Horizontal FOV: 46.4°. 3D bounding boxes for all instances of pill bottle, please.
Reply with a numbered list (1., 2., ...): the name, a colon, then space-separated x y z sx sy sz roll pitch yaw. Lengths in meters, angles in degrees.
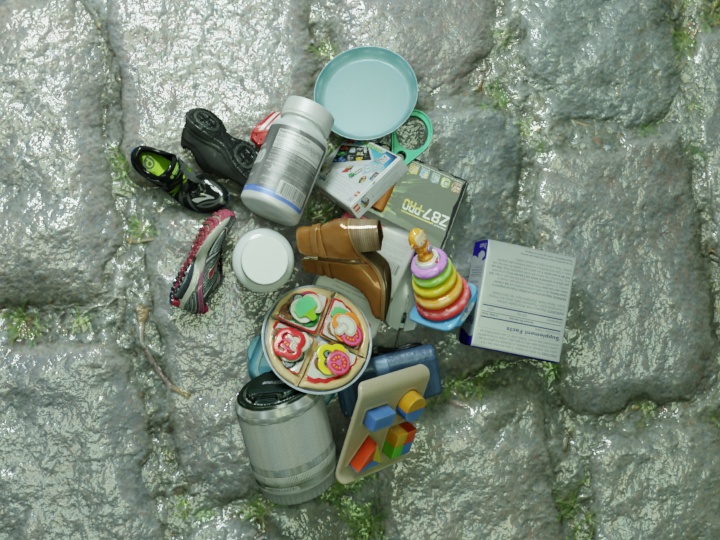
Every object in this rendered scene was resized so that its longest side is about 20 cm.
1. pill bottle: -0.123 -0.193 1.470 0.112 0.114 0.204 23 77 -7
2. pill bottle: -0.173 -0.017 1.488 0.108 0.200 0.114 0 90 -9

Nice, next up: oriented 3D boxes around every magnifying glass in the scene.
1. magnifying glass: 0.073 -0.206 1.568 0.078 0.022 0.203 25 86 -5

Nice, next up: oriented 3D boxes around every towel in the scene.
1. towel: 0.052 0.205 1.577 0.195 0.049 0.114 -13 119 -6

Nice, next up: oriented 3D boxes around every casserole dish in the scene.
1. casserole dish: -0.119 0.182 1.576 0.197 0.039 0.123 24 87 -8

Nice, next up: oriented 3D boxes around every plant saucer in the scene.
1. plant saucer: 0.011 -0.328 1.572 0.195 0.028 0.205 -2 69 5

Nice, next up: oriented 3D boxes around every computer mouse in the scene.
1. computer mouse: 0.081 0.076 1.601 0.107 0.044 0.205 8 89 -7

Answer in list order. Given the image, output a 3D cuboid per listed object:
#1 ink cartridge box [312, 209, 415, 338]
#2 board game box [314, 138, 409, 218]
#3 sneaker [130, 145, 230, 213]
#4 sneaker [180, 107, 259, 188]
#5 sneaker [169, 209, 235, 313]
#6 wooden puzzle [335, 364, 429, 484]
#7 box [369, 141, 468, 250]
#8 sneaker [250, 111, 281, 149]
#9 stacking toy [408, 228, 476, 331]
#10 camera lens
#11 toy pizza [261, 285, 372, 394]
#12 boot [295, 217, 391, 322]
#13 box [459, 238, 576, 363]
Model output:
1. ink cartridge box: 0.000 0.000 1.548 0.144 0.083 0.203 24 103 -7
2. board game box: -0.009 -0.175 1.518 0.126 0.200 0.035 -43 123 -5
3. sneaker: -0.332 -0.164 1.526 0.197 0.083 0.072 30 86 -7
4. sneaker: -0.249 -0.205 1.537 0.200 0.091 0.076 44 41 8
5. sneaker: -0.279 -0.018 1.539 0.074 0.081 0.203 24 100 -23
6. wooden puzzle: 0.049 0.282 1.514 0.183 0.046 0.204 -9 120 -44
7. box: 0.088 -0.131 1.602 0.196 0.049 0.164 23 89 -6
8. sneaker: -0.155 -0.199 1.566 0.113 0.078 0.205 10 77 1
9. stacking toy: 0.128 0.001 1.503 0.117 0.108 0.202 -51 136 -29
10. camera lens: -0.130 0.288 1.492 0.156 0.160 0.204 -15 109 -8
11. toy pizza: -0.073 0.114 1.454 0.195 0.032 0.205 5 63 -10
12. boot: -0.027 0.000 1.475 0.151 0.074 0.204 -4 115 14
13. box: 0.296 0.059 1.601 0.179 0.105 0.205 11 87 -8
